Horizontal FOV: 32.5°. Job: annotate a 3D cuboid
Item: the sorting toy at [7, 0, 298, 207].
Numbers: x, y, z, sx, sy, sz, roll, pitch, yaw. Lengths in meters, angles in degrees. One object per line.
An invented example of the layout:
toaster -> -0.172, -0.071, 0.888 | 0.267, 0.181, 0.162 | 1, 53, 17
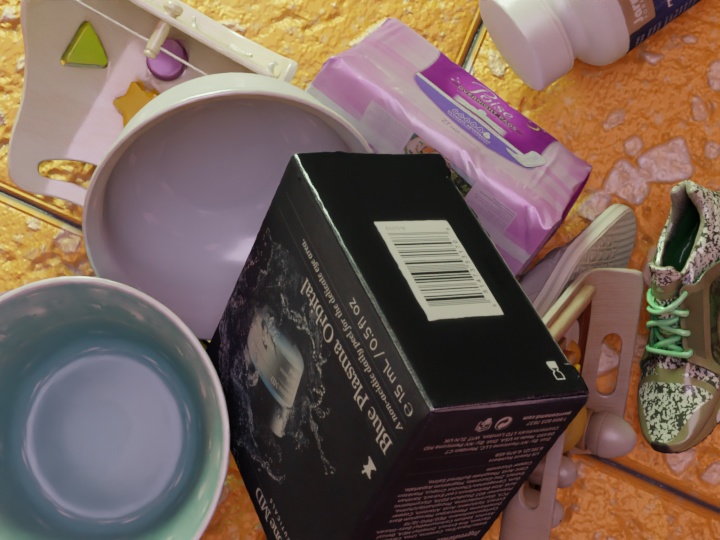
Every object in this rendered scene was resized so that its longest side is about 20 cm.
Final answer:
sorting toy -> -0.169, -0.117, 0.909 | 0.198, 0.107, 0.182 | 29, 94, -1

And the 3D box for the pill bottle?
pill bottle -> 0.189, -0.223, 0.905 | 0.199, 0.111, 0.112 | -35, 84, -4

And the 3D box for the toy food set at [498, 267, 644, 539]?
toy food set -> 0.147, 0.094, 0.811 | 0.060, 0.200, 0.146 | 12, 110, 20

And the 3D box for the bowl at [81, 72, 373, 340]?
bowl -> -0.087, -0.056, 0.831 | 0.198, 0.203, 0.091 | -16, 40, -2

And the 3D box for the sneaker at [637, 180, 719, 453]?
sneaker -> 0.223, 0.026, 0.878 | 0.088, 0.076, 0.203 | 24, 74, -40

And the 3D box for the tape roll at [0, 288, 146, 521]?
tape roll -> -0.220, 0.114, 0.893 | 0.196, 0.066, 0.204 | 0, 82, 0

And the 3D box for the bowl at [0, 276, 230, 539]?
bowl -> -0.176, 0.110, 0.806 | 0.197, 0.105, 0.205 | 0, 85, 1

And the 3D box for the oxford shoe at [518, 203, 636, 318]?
oxford shoe -> 0.132, 0.022, 0.891 | 0.057, 0.076, 0.200 | 25, 64, 40

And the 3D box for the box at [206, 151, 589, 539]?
box -> 0.007, 0.068, 0.757 | 0.116, 0.201, 0.198 | -2, 47, -33

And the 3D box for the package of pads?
package of pads -> 0.061, -0.090, 0.885 | 0.199, 0.121, 0.076 | 37, 126, 4

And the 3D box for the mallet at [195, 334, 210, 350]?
mallet -> -0.093, 0.060, 0.879 | 0.199, 0.041, 0.066 | 40, 51, -10
